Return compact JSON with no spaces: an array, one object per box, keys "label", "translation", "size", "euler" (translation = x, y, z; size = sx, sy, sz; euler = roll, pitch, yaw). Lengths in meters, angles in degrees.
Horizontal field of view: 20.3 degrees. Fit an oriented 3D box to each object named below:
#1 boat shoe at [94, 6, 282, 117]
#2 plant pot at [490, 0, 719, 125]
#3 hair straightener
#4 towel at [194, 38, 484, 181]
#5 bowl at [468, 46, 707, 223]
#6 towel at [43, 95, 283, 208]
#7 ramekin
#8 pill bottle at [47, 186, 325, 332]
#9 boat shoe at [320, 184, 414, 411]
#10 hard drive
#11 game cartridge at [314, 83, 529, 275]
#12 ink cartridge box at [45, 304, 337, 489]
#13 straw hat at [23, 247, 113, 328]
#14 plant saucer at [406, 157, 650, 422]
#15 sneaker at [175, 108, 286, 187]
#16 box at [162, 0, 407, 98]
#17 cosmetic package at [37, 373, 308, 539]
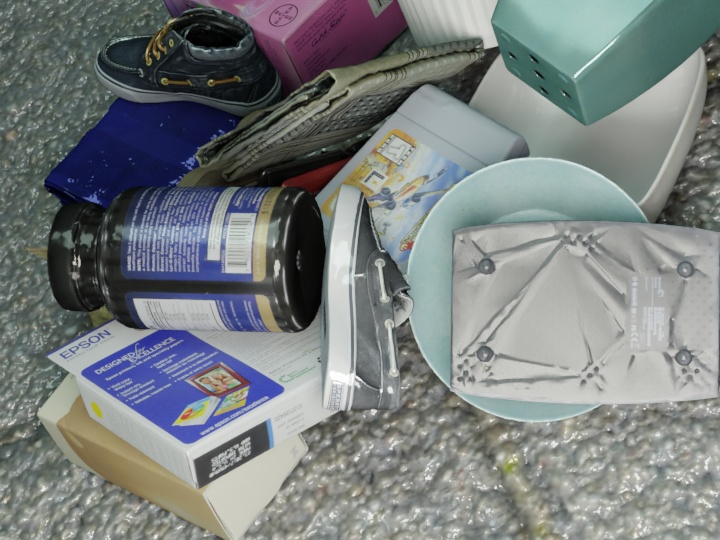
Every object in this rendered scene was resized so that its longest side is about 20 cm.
[{"label":"boat shoe","translation":[-0.168,-0.203,1.846],"size":[0.199,0.091,0.071],"euler":[11,57,26]},{"label":"plant pot","translation":[0.205,-0.226,1.592],"size":[0.141,0.141,0.200],"euler":[37,82,23]},{"label":"hair straightener","translation":[-0.006,-0.101,1.734],"size":[0.199,0.041,0.077],"euler":[-26,32,-28]},{"label":"towel","translation":[-0.016,-0.132,1.671],"size":[0.199,0.035,0.192],"euler":[-18,-6,-45]},{"label":"bowl","translation":[0.182,-0.102,1.657],"size":[0.198,0.075,0.201],"euler":[6,55,31]},{"label":"towel","translation":[-0.181,-0.116,1.874],"size":[0.147,0.050,0.200],"euler":[26,65,32]},{"label":"ramekin","translation":[0.124,-0.251,1.753],"size":[0.201,0.095,0.202],"euler":[-15,10,3]},{"label":"pill bottle","translation":[-0.135,-0.009,1.558],"size":[0.198,0.112,0.112],"euler":[1,51,16]},{"label":"boat shoe","translation":[0.006,0.020,1.514],"size":[0.067,0.072,0.201],"euler":[5,48,-5]},{"label":"hard drive","translation":[0.167,0.031,1.501],"size":[0.198,0.042,0.136],"euler":[1,87,6]},{"label":"game cartridge","translation":[0.037,-0.052,1.612],"size":[0.200,0.042,0.133],"euler":[-48,46,-11]},{"label":"ink cartridge box","translation":[-0.109,0.075,1.564],"size":[0.197,0.047,0.199],"euler":[-28,34,-29]},{"label":"straw hat","translation":[-0.187,0.021,1.716],"size":[0.200,0.201,0.086],"euler":[-1,91,26]},{"label":"plant saucer","translation":[0.135,0.015,1.546],"size":[0.199,0.039,0.203],"euler":[0,89,4]},{"label":"sneaker","translation":[-0.094,-0.075,1.761],"size":[0.075,0.071,0.200],"euler":[23,36,14]},{"label":"box","translation":[-0.061,-0.268,1.909],"size":[0.176,0.097,0.199],"euler":[-45,46,-17]},{"label":"cosmetic package","translation":[-0.152,0.129,1.617],"size":[0.199,0.071,0.105],"euler":[18,60,37]}]
